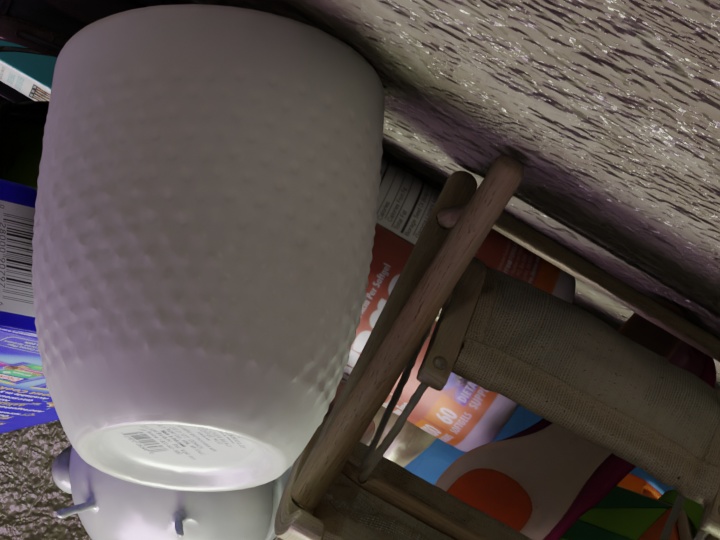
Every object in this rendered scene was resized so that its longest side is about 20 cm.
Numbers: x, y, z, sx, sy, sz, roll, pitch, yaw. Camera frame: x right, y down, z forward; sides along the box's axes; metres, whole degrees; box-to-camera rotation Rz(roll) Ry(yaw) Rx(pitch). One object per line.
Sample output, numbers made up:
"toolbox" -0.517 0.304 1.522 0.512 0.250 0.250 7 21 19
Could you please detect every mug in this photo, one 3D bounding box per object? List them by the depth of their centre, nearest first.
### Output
"mug" -0.063 0.009 1.163 0.148 0.175 0.200 -1 156 12

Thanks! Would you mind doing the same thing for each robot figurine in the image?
"robot figurine" -0.076 0.092 1.390 0.169 0.113 0.200 -7 -164 29

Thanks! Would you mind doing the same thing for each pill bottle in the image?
"pill bottle" 0.000 0.000 1.368 0.200 0.112 0.112 29 174 -4

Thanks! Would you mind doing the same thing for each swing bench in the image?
"swing bench" 0.090 0.083 1.222 0.199 0.200 0.130 30 174 -6

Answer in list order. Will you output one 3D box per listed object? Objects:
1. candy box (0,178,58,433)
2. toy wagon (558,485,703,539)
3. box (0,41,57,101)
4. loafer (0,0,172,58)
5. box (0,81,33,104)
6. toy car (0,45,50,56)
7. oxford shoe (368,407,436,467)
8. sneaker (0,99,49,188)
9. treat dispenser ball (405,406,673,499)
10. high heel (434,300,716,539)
"candy box" -0.181 0.022 1.277 0.200 0.077 0.169 -15 161 39
"toy wagon" 0.075 0.152 1.358 0.200 0.155 0.040 18 138 43
"box" -0.154 -0.111 1.472 0.200 0.049 0.082 30 174 -8
"loafer" -0.092 -0.092 1.269 0.200 0.063 0.072 32 171 -25
"box" -0.217 -0.124 1.657 0.200 0.050 0.158 31 174 -14
"toy car" -0.246 -0.141 1.315 0.200 0.158 0.164 12 174 15
"oxford shoe" 0.007 0.035 1.509 0.071 0.074 0.200 24 -153 -19
"sneaker" -0.185 -0.054 1.280 0.199 0.071 0.083 -1 159 15
"treat dispenser ball" 0.102 0.130 1.548 0.201 0.201 0.201 29 174 3
"high heel" 0.106 0.106 1.351 0.067 0.200 0.096 46 177 29
